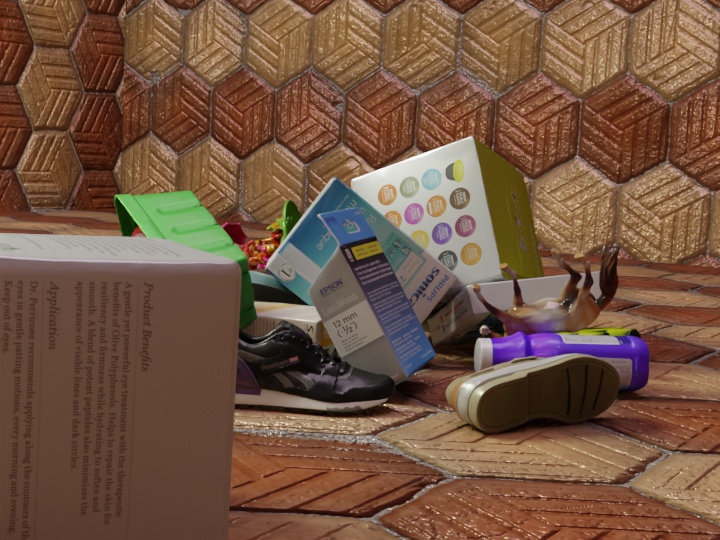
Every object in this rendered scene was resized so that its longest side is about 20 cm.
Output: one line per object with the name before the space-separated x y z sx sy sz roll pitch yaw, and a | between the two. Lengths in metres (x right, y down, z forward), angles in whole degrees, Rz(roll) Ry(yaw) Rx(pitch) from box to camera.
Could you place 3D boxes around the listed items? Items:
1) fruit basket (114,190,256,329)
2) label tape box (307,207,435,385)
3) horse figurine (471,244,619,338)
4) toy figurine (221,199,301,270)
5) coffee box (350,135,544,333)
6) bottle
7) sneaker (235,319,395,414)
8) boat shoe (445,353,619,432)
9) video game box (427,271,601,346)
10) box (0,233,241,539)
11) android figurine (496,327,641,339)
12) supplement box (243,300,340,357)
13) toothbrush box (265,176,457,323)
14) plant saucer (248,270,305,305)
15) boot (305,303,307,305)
fruit basket | -0.242 0.024 1.412 0.213 0.157 0.217 -3 40 2
label tape box | 0.001 0.033 1.405 0.066 0.201 0.143 -30 -3 17
horse figurine | 0.224 0.038 1.478 0.198 0.133 0.050 -18 36 15
toy figurine | -0.219 -0.042 2.517 0.182 0.151 0.201 -9 28 12
coffee box | 0.128 -0.042 1.734 0.196 0.202 0.200 -17 -18 24
bottle | 0.234 0.107 1.457 0.198 0.066 0.084 2 -3 -6
sneaker | -0.060 0.098 1.290 0.198 0.089 0.076 3 6 -3
boat shoe | 0.179 0.119 1.283 0.198 0.076 0.068 -2 13 -33
video game box | 0.210 0.053 1.662 0.198 0.047 0.182 -6 -13 -15
box | -0.193 0.079 0.872 0.170 0.201 0.200 1 6 -22
android figurine | 0.255 0.096 1.605 0.199 0.042 0.181 -5 -2 45
supplement box | -0.106 0.081 1.487 0.198 0.074 0.126 5 5 28
toothbrush box | 0.000 0.000 1.568 0.200 0.147 0.085 39 3 -7
plant saucer | -0.169 0.040 1.628 0.198 0.028 0.200 0 -24 0
boot | -0.133 0.047 1.809 0.202 0.074 0.153 11 -7 -28
